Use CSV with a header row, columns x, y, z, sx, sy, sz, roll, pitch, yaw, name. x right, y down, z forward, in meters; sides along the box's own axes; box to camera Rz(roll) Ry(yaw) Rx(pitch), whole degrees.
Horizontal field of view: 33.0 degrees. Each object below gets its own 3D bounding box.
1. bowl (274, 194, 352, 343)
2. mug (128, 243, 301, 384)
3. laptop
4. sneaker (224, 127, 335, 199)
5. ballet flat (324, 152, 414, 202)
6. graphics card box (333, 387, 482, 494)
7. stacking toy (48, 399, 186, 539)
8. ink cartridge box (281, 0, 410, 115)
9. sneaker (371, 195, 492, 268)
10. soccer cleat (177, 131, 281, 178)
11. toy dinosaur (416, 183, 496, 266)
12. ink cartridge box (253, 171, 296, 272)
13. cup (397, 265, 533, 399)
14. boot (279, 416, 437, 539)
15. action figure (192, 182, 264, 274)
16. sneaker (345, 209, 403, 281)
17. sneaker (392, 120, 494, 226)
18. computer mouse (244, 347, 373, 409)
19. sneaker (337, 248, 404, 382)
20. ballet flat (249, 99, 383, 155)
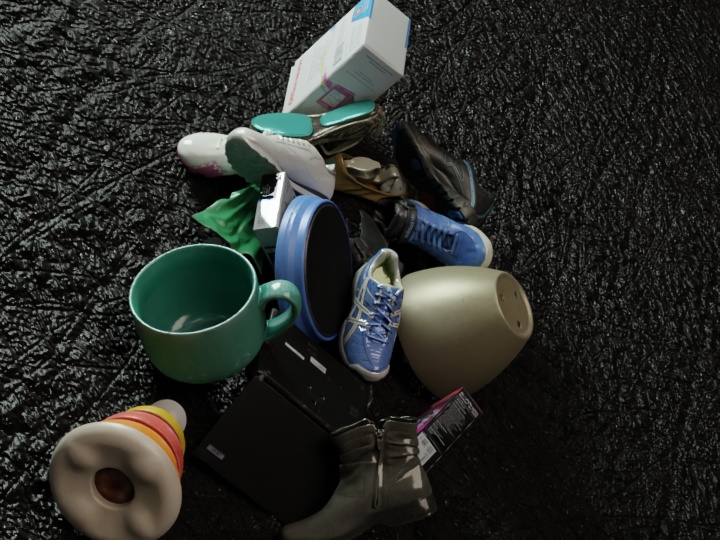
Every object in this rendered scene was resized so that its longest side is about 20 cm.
x,y,z,sx,sy,sz,roll,pitch,yaw,name
-0.058,0.000,1.622,0.201,0.039,0.202,-1,90,-71,bowl
-0.176,0.065,1.444,0.184,0.115,0.152,21,51,27,mug
-0.091,0.182,1.503,0.177,0.103,0.200,42,30,-22,laptop
-0.108,-0.151,1.667,0.200,0.076,0.081,35,66,-46,sneaker
0.024,-0.140,1.884,0.199,0.063,0.069,7,56,-41,ballet flat
0.064,0.236,1.580,0.051,0.125,0.200,54,39,-1,graphics card box
-0.239,0.194,1.338,0.146,0.146,0.200,45,24,-7,stacking toy
-0.022,-0.309,1.863,0.085,0.200,0.145,35,42,-26,ink cartridge box
0.098,-0.054,1.824,0.111,0.077,0.200,3,25,-47,sneaker
-0.161,-0.170,1.707,0.199,0.086,0.070,6,57,-41,soccer cleat
0.131,-0.098,1.925,0.182,0.105,0.200,48,40,-2,toy dinosaur
-0.093,-0.031,1.653,0.200,0.039,0.100,66,22,-48,ink cartridge box
0.163,0.073,1.757,0.200,0.143,0.201,35,42,-39,cup
-0.014,0.249,1.449,0.068,0.199,0.131,116,-43,-89,boot
-0.151,-0.070,1.666,0.118,0.055,0.200,44,32,-7,action figure
0.002,-0.002,1.761,0.104,0.060,0.200,43,34,-12,sneaker
0.126,-0.154,1.893,0.082,0.073,0.200,-35,88,-28,sneaker
-0.080,0.156,1.564,0.200,0.053,0.139,40,51,-23,computer mouse
0.017,0.057,1.632,0.075,0.077,0.201,13,52,-14,sneaker
-0.063,-0.202,1.811,0.199,0.075,0.068,-9,42,1,ballet flat
